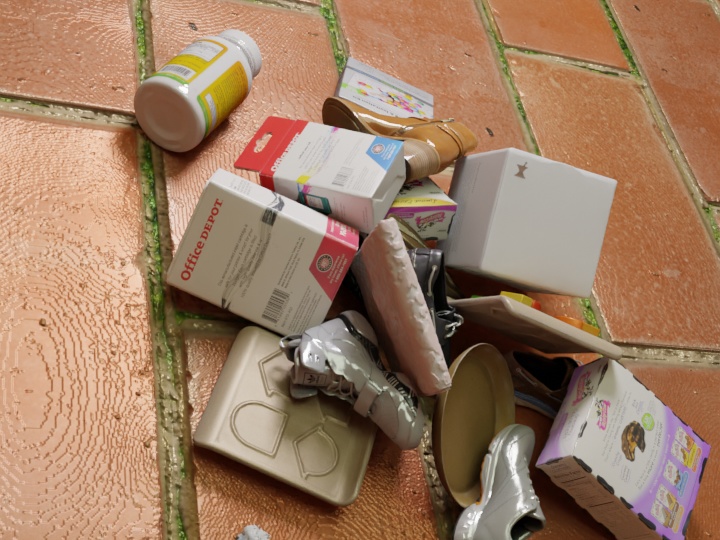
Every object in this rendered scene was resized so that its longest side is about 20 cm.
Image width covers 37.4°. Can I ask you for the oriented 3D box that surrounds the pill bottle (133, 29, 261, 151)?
[{"bbox_3d":[-0.223,-0.264,1.512,0.111,0.111,0.200,34,45,3],"label":"pill bottle"}]

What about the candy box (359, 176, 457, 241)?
[{"bbox_3d":[0.028,-0.116,1.508,0.136,0.061,0.200,-4,35,-30],"label":"candy box"}]

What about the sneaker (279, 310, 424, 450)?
[{"bbox_3d":[-0.014,0.138,1.246,0.114,0.075,0.200,-13,52,-29],"label":"sneaker"}]

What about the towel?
[{"bbox_3d":[0.044,0.053,1.255,0.032,0.191,0.201,-19,84,-13],"label":"towel"}]

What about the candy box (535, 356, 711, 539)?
[{"bbox_3d":[0.338,0.237,1.357,0.200,0.071,0.168,42,53,-12],"label":"candy box"}]

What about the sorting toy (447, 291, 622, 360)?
[{"bbox_3d":[0.218,0.067,1.383,0.184,0.200,0.037,23,81,-20],"label":"sorting toy"}]

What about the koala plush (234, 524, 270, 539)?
[{"bbox_3d":[-0.100,0.352,1.049,0.199,0.185,0.177,31,54,30],"label":"koala plush"}]

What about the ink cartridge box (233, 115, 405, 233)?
[{"bbox_3d":[-0.053,-0.129,1.397,0.199,0.068,0.117,15,50,19],"label":"ink cartridge box"}]

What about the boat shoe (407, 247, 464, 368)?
[{"bbox_3d":[0.099,0.066,1.361,0.062,0.201,0.073,-11,17,16],"label":"boat shoe"}]

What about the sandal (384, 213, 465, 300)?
[{"bbox_3d":[0.081,-0.001,1.438,0.200,0.054,0.080,48,6,-49],"label":"sandal"}]

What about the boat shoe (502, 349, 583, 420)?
[{"bbox_3d":[0.272,0.158,1.440,0.199,0.073,0.073,15,47,-16],"label":"boat shoe"}]

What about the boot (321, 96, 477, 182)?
[{"bbox_3d":[0.055,-0.197,1.511,0.200,0.074,0.154,40,45,26],"label":"boot"}]

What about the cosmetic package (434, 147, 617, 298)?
[{"bbox_3d":[0.220,-0.064,1.473,0.166,0.200,0.168,15,88,-15],"label":"cosmetic package"}]

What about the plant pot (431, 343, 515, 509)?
[{"bbox_3d":[0.135,0.189,1.296,0.027,0.201,0.200,2,34,32],"label":"plant pot"}]

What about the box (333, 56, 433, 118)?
[{"bbox_3d":[0.036,-0.255,1.647,0.155,0.041,0.200,24,28,-7],"label":"box"}]

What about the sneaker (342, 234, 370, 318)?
[{"bbox_3d":[0.000,0.000,1.406,0.200,0.071,0.099,43,4,8],"label":"sneaker"}]

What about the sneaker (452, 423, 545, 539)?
[{"bbox_3d":[0.187,0.273,1.270,0.091,0.076,0.201,3,47,32],"label":"sneaker"}]

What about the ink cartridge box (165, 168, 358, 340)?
[{"bbox_3d":[-0.121,-0.018,1.322,0.199,0.145,0.084,24,17,-7],"label":"ink cartridge box"}]

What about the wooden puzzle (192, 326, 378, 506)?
[{"bbox_3d":[-0.081,0.176,1.266,0.199,0.046,0.186,22,46,-3],"label":"wooden puzzle"}]
